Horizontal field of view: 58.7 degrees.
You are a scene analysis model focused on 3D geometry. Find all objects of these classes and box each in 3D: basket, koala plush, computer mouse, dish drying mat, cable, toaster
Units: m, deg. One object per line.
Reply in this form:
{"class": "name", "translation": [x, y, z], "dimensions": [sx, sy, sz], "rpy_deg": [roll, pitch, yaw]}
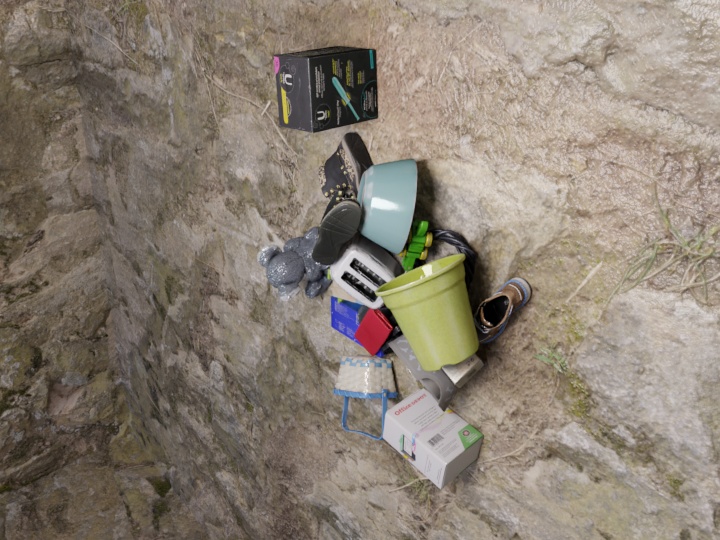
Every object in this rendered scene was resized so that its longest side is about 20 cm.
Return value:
{"class": "basket", "translation": [0.014, 0.326, 1.669], "dimensions": [0.174, 0.137, 0.207], "rpy_deg": [0, 81, 50]}
{"class": "koala plush", "translation": [-0.171, -0.016, 1.698], "dimensions": [0.183, 0.197, 0.181], "rpy_deg": [-40, 76, 50]}
{"class": "computer mouse", "translation": [0.081, 0.159, 1.549], "dimensions": [0.201, 0.057, 0.035], "rpy_deg": [106, 144, -67]}
{"class": "dish drying mat", "translation": [0.031, 0.150, 1.563], "dimensions": [0.077, 0.018, 0.201], "rpy_deg": [45, 155, 10]}
{"class": "cable", "translation": [0.175, -0.010, 1.402], "dimensions": [0.198, 0.050, 0.168], "rpy_deg": [-15, 95, 51]}
{"class": "toaster", "translation": [0.015, 0.007, 1.479], "dimensions": [0.198, 0.129, 0.115], "rpy_deg": [38, 107, -4]}

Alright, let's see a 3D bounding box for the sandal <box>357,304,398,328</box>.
{"class": "sandal", "translation": [0.066, 0.107, 1.556], "dimensions": [0.197, 0.047, 0.078], "rpy_deg": [-14, 78, 38]}

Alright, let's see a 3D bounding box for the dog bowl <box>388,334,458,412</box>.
{"class": "dog bowl", "translation": [0.147, 0.225, 1.463], "dimensions": [0.201, 0.058, 0.200], "rpy_deg": [50, 180, 0]}

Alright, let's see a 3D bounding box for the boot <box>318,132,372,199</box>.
{"class": "boot", "translation": [-0.027, -0.206, 1.536], "dimensions": [0.150, 0.072, 0.205], "rpy_deg": [-29, 80, 51]}

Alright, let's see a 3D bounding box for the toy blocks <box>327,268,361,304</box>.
{"class": "toy blocks", "translation": [0.000, 0.000, 1.597], "dimensions": [0.134, 0.099, 0.206], "rpy_deg": [14, 109, 31]}

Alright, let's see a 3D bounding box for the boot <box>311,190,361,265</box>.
{"class": "boot", "translation": [-0.044, -0.125, 1.380], "dimensions": [0.072, 0.157, 0.205], "rpy_deg": [22, 141, -10]}

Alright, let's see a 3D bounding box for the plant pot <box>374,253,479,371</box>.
{"class": "plant pot", "translation": [0.151, 0.092, 1.296], "dimensions": [0.198, 0.198, 0.189], "rpy_deg": [-16, 97, 52]}

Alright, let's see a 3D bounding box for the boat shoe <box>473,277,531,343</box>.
{"class": "boat shoe", "translation": [0.268, 0.090, 1.318], "dimensions": [0.073, 0.071, 0.202], "rpy_deg": [50, 139, 21]}

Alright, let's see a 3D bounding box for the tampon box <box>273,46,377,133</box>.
{"class": "tampon box", "translation": [-0.074, -0.400, 1.399], "dimensions": [0.125, 0.197, 0.154], "rpy_deg": [21, 122, 42]}

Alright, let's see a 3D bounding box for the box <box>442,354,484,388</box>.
{"class": "box", "translation": [0.178, 0.155, 1.423], "dimensions": [0.201, 0.077, 0.095], "rpy_deg": [50, -177, 21]}

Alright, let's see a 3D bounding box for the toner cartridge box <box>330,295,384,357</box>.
{"class": "toner cartridge box", "translation": [-0.001, 0.141, 1.692], "dimensions": [0.198, 0.043, 0.098], "rpy_deg": [28, 126, 40]}

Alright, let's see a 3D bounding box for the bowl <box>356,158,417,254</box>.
{"class": "bowl", "translation": [0.048, -0.143, 1.366], "dimensions": [0.201, 0.102, 0.208], "rpy_deg": [-172, 90, -82]}

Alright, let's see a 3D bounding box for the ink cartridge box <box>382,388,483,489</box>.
{"class": "ink cartridge box", "translation": [0.169, 0.394, 1.522], "dimensions": [0.198, 0.143, 0.086], "rpy_deg": [34, 131, 36]}

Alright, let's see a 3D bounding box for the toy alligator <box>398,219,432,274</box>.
{"class": "toy alligator", "translation": [0.111, -0.045, 1.388], "dimensions": [0.203, 0.057, 0.055], "rpy_deg": [106, 168, -46]}
